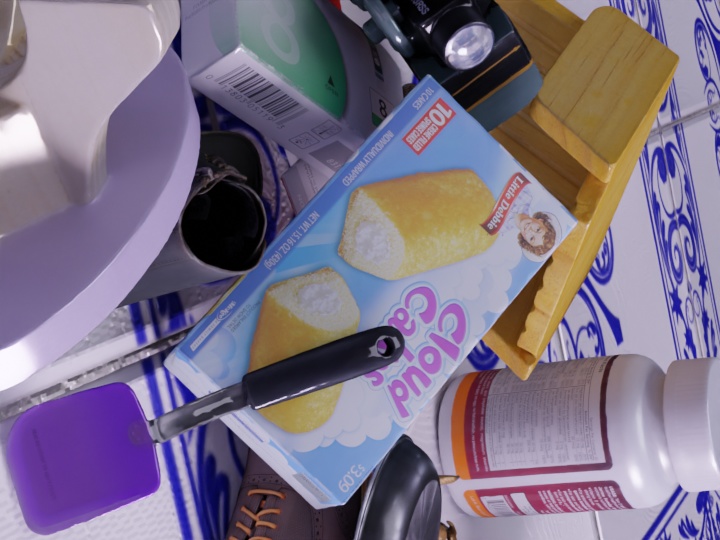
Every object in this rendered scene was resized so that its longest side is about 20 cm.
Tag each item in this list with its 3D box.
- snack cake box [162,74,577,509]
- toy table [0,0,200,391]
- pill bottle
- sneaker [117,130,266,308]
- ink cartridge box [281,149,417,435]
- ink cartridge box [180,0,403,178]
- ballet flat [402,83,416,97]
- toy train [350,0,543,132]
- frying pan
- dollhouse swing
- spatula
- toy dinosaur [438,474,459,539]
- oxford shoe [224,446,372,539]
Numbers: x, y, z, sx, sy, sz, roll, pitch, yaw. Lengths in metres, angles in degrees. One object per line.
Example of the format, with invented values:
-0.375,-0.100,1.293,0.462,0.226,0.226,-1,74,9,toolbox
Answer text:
0.006,0.012,0.721,0.115,0.067,0.200,42,72,-3,snack cake box
-0.142,-0.063,0.514,0.118,0.182,0.201,77,14,-45,toy table
0.165,0.118,0.993,0.109,0.199,0.111,27,58,-57,pill bottle
-0.074,-0.027,0.681,0.200,0.105,0.075,-42,119,-58,sneaker
0.000,0.000,0.881,0.176,0.044,0.201,-50,125,-57,ink cartridge box
-0.039,-0.164,0.801,0.161,0.050,0.202,30,48,-48,ink cartridge box
0.062,-0.068,0.912,0.200,0.046,0.068,-108,180,-57,ballet flat
0.030,-0.165,0.794,0.114,0.085,0.200,50,6,-49,toy train
0.008,0.178,0.712,0.115,0.031,0.191,65,37,-60,frying pan
0.091,-0.078,0.930,0.182,0.175,0.201,-52,165,-41,dollhouse swing
-0.065,0.062,0.640,0.199,0.021,0.057,-19,94,-26,spatula
0.032,0.184,0.871,0.200,0.060,0.107,24,62,-58,toy dinosaur
-0.039,0.140,0.739,0.073,0.071,0.202,11,73,-57,oxford shoe
